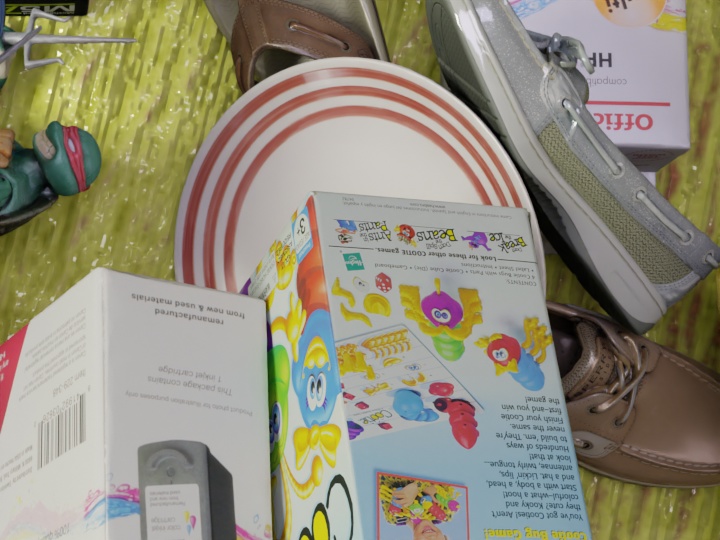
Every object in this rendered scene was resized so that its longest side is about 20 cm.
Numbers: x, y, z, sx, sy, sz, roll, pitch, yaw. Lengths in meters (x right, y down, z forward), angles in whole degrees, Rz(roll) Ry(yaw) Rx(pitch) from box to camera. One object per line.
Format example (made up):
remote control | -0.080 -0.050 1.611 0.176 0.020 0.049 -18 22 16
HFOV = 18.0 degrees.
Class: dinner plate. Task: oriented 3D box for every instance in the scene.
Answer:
dinner plate | 0.000 0.000 1.068 0.200 0.024 0.201 4 98 29

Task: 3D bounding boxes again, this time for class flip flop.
flip flop | -0.026 -0.092 1.099 0.081 0.058 0.201 -22 89 21

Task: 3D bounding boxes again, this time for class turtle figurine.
turtle figurine | -0.196 -0.055 1.049 0.199 0.150 0.101 -12 104 -2

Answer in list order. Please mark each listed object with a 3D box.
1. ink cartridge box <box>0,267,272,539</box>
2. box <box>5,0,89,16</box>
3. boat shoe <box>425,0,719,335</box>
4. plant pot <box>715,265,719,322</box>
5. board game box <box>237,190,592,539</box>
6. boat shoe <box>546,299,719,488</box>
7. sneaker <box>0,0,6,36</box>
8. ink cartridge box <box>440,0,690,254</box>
ink cartridge box | -0.105 0.119 0.950 0.085 0.148 0.201 10 66 -32
box | -0.218 -0.158 1.024 0.199 0.193 0.048 -1 84 -8
boat shoe | 0.098 -0.061 1.051 0.065 0.074 0.202 -37 112 -4
plant pot | 0.247 0.028 1.056 0.200 0.200 0.142 -40 93 -12
board game box | 0.021 0.082 0.934 0.105 0.103 0.201 4 60 -23
boat shoe | 0.108 0.056 1.105 0.199 0.065 0.071 19 79 -5
sneaker | -0.187 -0.069 0.926 0.075 0.078 0.201 1 110 4
ink cartridge box | 0.100 -0.111 1.127 0.115 0.068 0.201 0 82 -8
